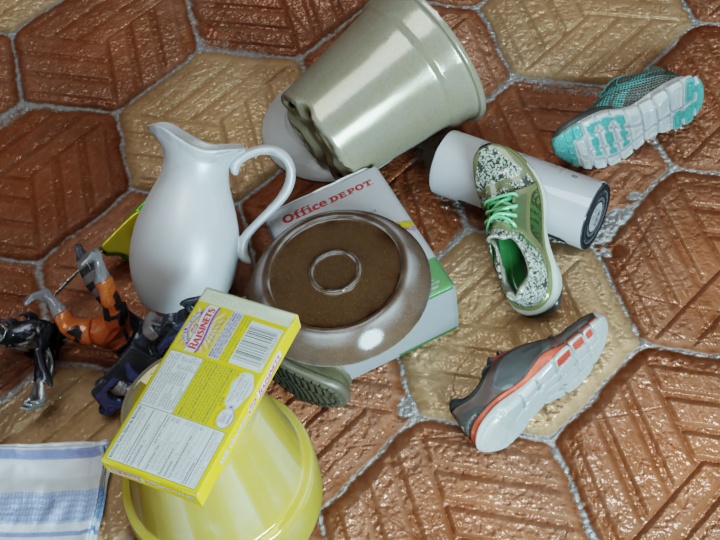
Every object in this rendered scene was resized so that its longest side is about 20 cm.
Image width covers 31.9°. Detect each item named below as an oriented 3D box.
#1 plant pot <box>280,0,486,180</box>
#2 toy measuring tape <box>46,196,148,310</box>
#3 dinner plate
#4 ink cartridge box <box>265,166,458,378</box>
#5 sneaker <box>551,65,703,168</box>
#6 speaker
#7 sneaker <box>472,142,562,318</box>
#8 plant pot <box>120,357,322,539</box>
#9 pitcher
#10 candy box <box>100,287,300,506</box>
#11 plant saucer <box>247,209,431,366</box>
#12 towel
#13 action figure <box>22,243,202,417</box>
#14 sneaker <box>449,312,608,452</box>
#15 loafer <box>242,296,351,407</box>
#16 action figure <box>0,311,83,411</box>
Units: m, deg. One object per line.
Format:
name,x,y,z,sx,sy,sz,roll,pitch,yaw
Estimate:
plant pot,0.015,-0.206,1.486,0.183,0.201,0.200,-39,56,-9
toy measuring tape,-0.275,-0.010,1.475,0.073,0.074,0.200,35,75,30
dinner plate,-0.029,-0.194,1.599,0.198,0.024,0.201,-4,52,5
ink cartridge box,0.000,0.000,1.405,0.144,0.084,0.201,-25,54,-10
sneaker,0.310,-0.189,1.521,0.199,0.078,0.091,-23,37,-13
speaker,0.181,-0.096,1.453,0.199,0.082,0.081,23,59,23
sneaker,0.163,-0.049,1.366,0.076,0.088,0.202,-23,75,23
plant pot,-0.147,0.180,1.225,0.199,0.190,0.202,-5,52,6
pitcher,-0.166,-0.051,1.398,0.170,0.202,0.121,10,10,3
candy box,-0.141,0.109,1.141,0.101,0.027,0.201,14,56,22
plant saucer,-0.025,0.009,1.331,0.198,0.032,0.202,-5,54,7
towel,-0.337,0.265,1.295,0.145,0.024,0.201,-2,53,8
action figure,-0.235,0.051,1.350,0.199,0.193,0.105,-36,22,22
sneaker,0.172,0.098,1.311,0.199,0.077,0.082,-37,49,-19
loafer,-0.085,0.080,1.362,0.199,0.076,0.068,27,67,26
action figure,-0.392,0.101,1.381,0.118,0.103,0.199,-1,5,42
